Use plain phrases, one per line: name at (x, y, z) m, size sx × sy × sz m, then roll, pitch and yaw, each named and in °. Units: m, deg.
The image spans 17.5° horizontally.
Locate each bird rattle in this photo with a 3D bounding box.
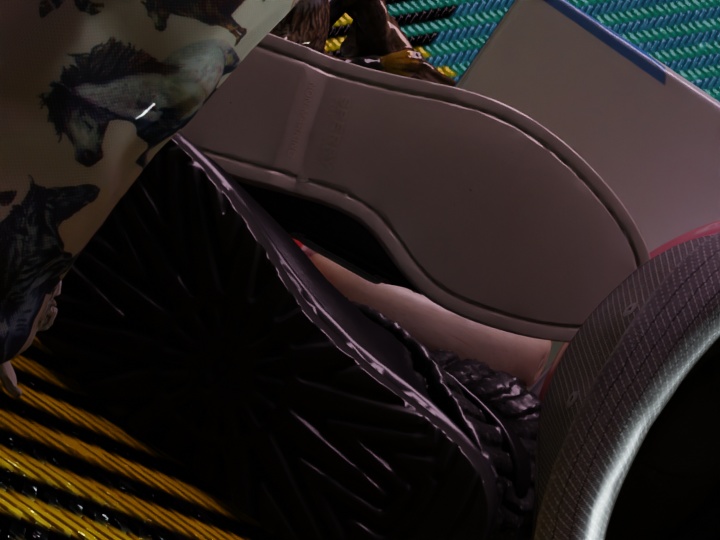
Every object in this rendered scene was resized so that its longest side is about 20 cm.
bird rattle at (0.000, 0.000, 0.932) m, size 0.162 × 0.114 × 0.200 m, roll 22°, pitch -3°, yaw 15°

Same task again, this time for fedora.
fedora at (0.114, 0.067, 0.755) m, size 0.176 × 0.201 × 0.090 m, roll 23°, pitch 2°, yaw -32°

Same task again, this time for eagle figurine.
eagle figurine at (-0.054, -0.105, 1.097) m, size 0.199 × 0.152 × 0.151 m, roll -14°, pitch 18°, yaw -42°

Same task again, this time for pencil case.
pencil case at (-0.070, -0.065, 0.648) m, size 0.089 × 0.200 × 0.078 m, roll 39°, pitch 4°, yaw -40°

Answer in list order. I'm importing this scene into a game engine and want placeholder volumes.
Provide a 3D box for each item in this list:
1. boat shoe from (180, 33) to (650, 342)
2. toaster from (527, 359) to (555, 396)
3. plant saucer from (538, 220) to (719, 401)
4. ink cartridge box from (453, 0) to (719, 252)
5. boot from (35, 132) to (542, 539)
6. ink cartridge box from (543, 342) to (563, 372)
boat shoe at (0.010, -0.032, 0.830) m, size 0.199 × 0.073 × 0.063 m, roll 24°, pitch -6°, yaw -2°
toaster at (0.136, 0.103, 0.935) m, size 0.200 × 0.130 × 0.113 m, roll 39°, pitch 6°, yaw 38°
plant saucer at (0.145, 0.075, 0.838) m, size 0.200 × 0.201 × 0.051 m, roll 38°, pitch 9°, yaw 29°
ink cartridge box at (0.135, -0.048, 1.084) m, size 0.144 × 0.085 × 0.200 m, roll 37°, pitch 7°, yaw 17°
boot at (-0.024, 0.027, 0.794) m, size 0.211 × 0.079 × 0.158 m, roll 47°, pitch 12°, yaw 6°
ink cartridge box at (0.128, 0.068, 1.089) m, size 0.199 × 0.116 × 0.067 m, roll 37°, pitch 5°, yaw 20°
